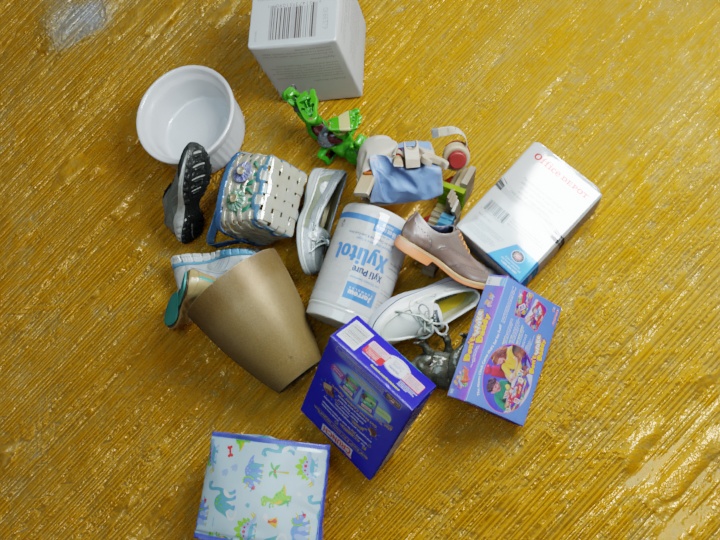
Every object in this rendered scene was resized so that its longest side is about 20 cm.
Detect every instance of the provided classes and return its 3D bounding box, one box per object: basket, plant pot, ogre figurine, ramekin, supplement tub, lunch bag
[{"bbox_3d":[-0.200,-0.132,1.263,0.199,0.138,0.179,-5,70,47],"label":"basket"},{"bbox_3d":[-0.161,0.101,1.176,0.186,0.186,0.201,-37,83,1],"label":"plant pot"},{"bbox_3d":[-0.053,-0.254,1.262,0.198,0.120,0.099,16,75,15],"label":"ogre figurine"},{"bbox_3d":[-0.320,-0.282,1.342,0.198,0.098,0.203,-3,75,12],"label":"ramekin"},{"bbox_3d":[0.000,0.000,1.177,0.130,0.132,0.202,16,79,16],"label":"supplement tub"},{"bbox_3d":[-0.146,0.356,1.118,0.198,0.127,0.172,0,75,23],"label":"lunch bag"}]

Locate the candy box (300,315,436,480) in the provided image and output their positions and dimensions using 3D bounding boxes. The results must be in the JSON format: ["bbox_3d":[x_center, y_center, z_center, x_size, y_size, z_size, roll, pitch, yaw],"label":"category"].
[{"bbox_3d":[0.005,0.202,1.091,0.169,0.201,0.077,41,43,18],"label":"candy box"}]

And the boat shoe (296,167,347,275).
[{"bbox_3d":[-0.069,-0.090,1.248,0.064,0.075,0.204,3,69,18],"label":"boat shoe"}]

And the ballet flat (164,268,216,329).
[{"bbox_3d":[-0.299,0.059,1.226,0.062,0.200,0.069,10,65,-23],"label":"ballet flat"}]

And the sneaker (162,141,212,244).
[{"bbox_3d":[-0.328,-0.146,1.273,0.079,0.074,0.202,32,126,18],"label":"sneaker"}]

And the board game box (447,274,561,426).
[{"bbox_3d":[0.229,0.126,1.093,0.045,0.134,0.202,5,71,58],"label":"board game box"}]

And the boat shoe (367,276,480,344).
[{"bbox_3d":[0.110,0.075,1.120,0.200,0.086,0.075,-21,113,-22],"label":"boat shoe"}]

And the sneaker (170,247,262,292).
[{"bbox_3d":[-0.254,0.007,1.269,0.198,0.075,0.088,-8,81,22],"label":"sneaker"}]

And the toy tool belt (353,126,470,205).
[{"bbox_3d":[0.087,-0.158,1.133,0.197,0.126,0.123,-7,30,5],"label":"toy tool belt"}]

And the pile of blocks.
[{"bbox_3d":[0.135,-0.093,1.196,0.062,0.082,0.202,21,81,17],"label":"pile of blocks"}]

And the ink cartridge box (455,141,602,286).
[{"bbox_3d":[0.279,-0.088,1.160,0.200,0.084,0.146,-45,71,-3],"label":"ink cartridge box"}]

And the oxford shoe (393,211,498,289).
[{"bbox_3d":[0.155,-0.028,1.130,0.198,0.071,0.073,25,102,-19],"label":"oxford shoe"}]

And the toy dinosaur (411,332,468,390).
[{"bbox_3d":[0.138,0.157,1.144,0.197,0.077,0.104,-8,93,-6],"label":"toy dinosaur"}]

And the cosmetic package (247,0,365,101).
[{"bbox_3d":[-0.090,-0.433,1.275,0.163,0.200,0.167,0,76,13],"label":"cosmetic package"}]
